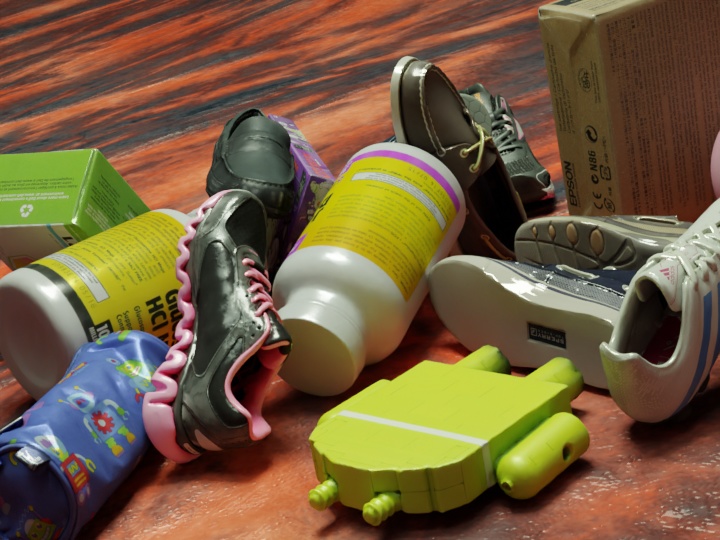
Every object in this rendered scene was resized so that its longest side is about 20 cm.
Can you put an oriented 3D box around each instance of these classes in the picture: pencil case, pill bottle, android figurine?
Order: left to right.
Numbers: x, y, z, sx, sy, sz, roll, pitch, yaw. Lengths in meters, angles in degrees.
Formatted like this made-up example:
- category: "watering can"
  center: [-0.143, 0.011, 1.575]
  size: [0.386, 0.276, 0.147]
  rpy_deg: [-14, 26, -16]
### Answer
- category: "pencil case"
  center: [-0.188, 0.109, 1.234]
  size: [0.078, 0.087, 0.200]
  rpy_deg: [-40, 6, 28]
- category: "pill bottle"
  center: [-0.172, 0.020, 1.413]
  size: [0.200, 0.113, 0.112]
  rpy_deg: [-27, 26, -36]
- category: "pill bottle"
  center: [0.000, 0.000, 1.359]
  size: [0.104, 0.104, 0.200]
  rpy_deg: [0, 38, 28]
- category: "android figurine"
  center: [0.051, 0.106, 1.175]
  size: [0.182, 0.041, 0.200]
  rpy_deg: [7, 27, 40]

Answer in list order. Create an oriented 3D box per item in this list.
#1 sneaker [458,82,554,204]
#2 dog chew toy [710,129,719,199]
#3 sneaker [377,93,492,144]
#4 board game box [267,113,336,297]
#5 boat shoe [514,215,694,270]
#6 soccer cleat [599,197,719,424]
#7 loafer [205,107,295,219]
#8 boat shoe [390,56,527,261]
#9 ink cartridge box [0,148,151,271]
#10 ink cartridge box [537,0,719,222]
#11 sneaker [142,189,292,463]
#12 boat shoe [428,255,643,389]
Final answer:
- category: "sneaker"
  center: [0.112, -0.113, 1.643]
  size: [0.080, 0.086, 0.200]
  rpy_deg: [-17, 22, -9]
- category: "dog chew toy"
  center: [0.349, -0.091, 1.424]
  size: [0.124, 0.125, 0.200]
  rpy_deg: [0, 16, 29]
- category: "sneaker"
  center: [0.022, -0.047, 1.546]
  size: [0.202, 0.077, 0.146]
  rpy_deg: [-54, 13, -24]
- category: "board game box"
  center: [-0.067, -0.049, 1.533]
  size: [0.032, 0.120, 0.200]
  rpy_deg: [18, 13, -18]
- category: "boat shoe"
  center: [0.210, -0.004, 1.349]
  size: [0.200, 0.075, 0.073]
  rpy_deg: [12, 20, 30]
- category: "soccer cleat"
  center: [0.219, 0.006, 1.182]
  size: [0.070, 0.086, 0.200]
  rpy_deg: [13, 59, 40]
- category: "loafer"
  center: [-0.086, -0.088, 1.460]
  size: [0.068, 0.070, 0.201]
  rpy_deg: [13, 12, -11]
- category: "boat shoe"
  center: [0.081, -0.084, 1.436]
  size: [0.059, 0.200, 0.072]
  rpy_deg: [6, 45, 35]
- category: "ink cartridge box"
  center: [-0.278, -0.027, 1.530]
  size: [0.200, 0.148, 0.076]
  rpy_deg: [-3, 59, 24]
- category: "ink cartridge box"
  center: [0.238, -0.137, 1.477]
  size: [0.165, 0.200, 0.075]
  rpy_deg: [-23, 24, -29]
- category: "sneaker"
  center: [-0.081, 0.036, 1.261]
  size: [0.095, 0.079, 0.200]
  rpy_deg: [-6, 65, 34]
- category: "boat shoe"
  center: [0.145, 0.027, 1.300]
  size: [0.093, 0.075, 0.200]
  rpy_deg: [-21, 30, -37]
